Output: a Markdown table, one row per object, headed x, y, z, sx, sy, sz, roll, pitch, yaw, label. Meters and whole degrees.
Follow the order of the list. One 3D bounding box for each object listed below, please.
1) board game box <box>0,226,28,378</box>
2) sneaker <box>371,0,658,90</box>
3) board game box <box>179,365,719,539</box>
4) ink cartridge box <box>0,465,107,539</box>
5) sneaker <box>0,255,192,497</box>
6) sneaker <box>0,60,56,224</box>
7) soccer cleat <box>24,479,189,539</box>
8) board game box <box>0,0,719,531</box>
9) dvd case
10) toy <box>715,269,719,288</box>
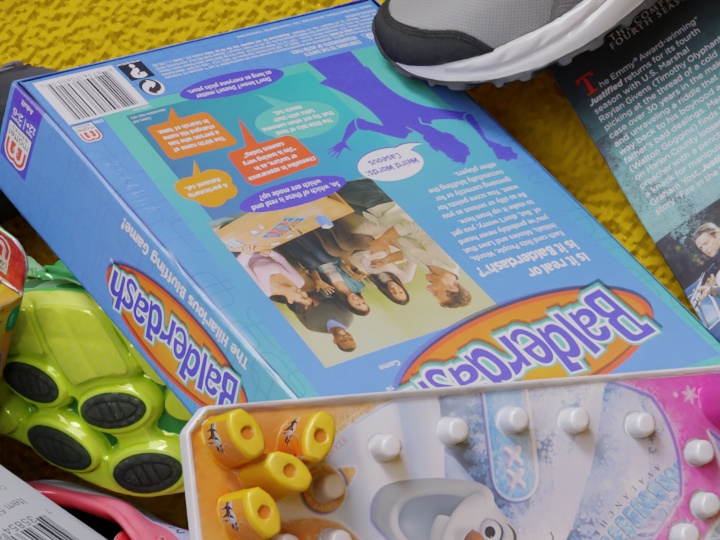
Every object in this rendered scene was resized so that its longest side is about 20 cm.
| x | y | z | sx | sy | sz | roll | pitch | yaw | label |
| --- | --- | --- | --- | --- | --- | --- | --- | --- | --- |
| -0.169 | 0.043 | 0.973 | 0.095 | 0.030 | 0.200 | 38 | 130 | 20 | board game box |
| 0.081 | -0.125 | 0.924 | 0.200 | 0.079 | 0.074 | -28 | 24 | 30 | sneaker |
| 0.056 | 0.129 | 0.807 | 0.026 | 0.199 | 0.201 | 157 | 107 | -64 | board game box |
| -0.113 | 0.173 | 0.868 | 0.200 | 0.145 | 0.145 | 31 | 118 | 22 | ink cartridge box |
| -0.101 | 0.024 | 0.982 | 0.200 | 0.084 | 0.074 | 6 | 120 | 38 | sneaker |
| -0.186 | -0.018 | 1.066 | 0.200 | 0.106 | 0.075 | -17 | 93 | 49 | sneaker |
| -0.046 | 0.116 | 0.936 | 0.200 | 0.076 | 0.067 | 19 | 82 | 31 | soccer cleat |
| 0.000 | 0.000 | 0.917 | 0.200 | 0.152 | 0.045 | 47 | 136 | 31 | board game box |
| 0.159 | -0.038 | 0.920 | 0.146 | 0.022 | 0.200 | -36 | 62 | 11 | dvd case |
| 0.199 | 0.026 | 0.839 | 0.115 | 0.047 | 0.200 | -42 | 61 | 6 | toy |
